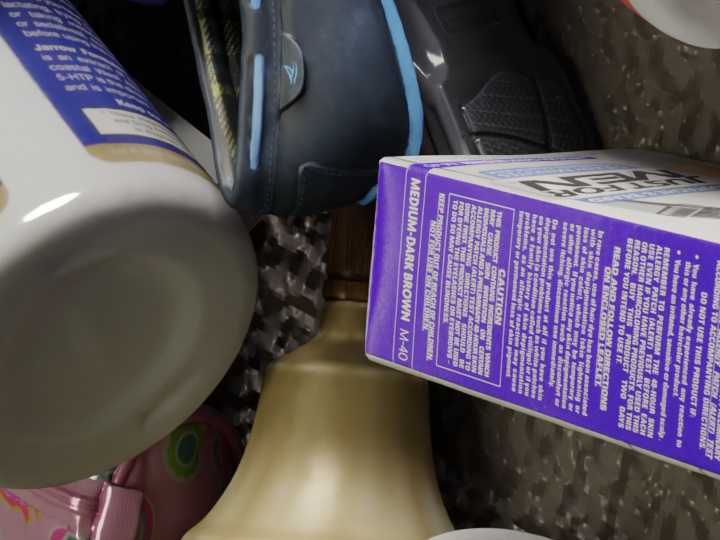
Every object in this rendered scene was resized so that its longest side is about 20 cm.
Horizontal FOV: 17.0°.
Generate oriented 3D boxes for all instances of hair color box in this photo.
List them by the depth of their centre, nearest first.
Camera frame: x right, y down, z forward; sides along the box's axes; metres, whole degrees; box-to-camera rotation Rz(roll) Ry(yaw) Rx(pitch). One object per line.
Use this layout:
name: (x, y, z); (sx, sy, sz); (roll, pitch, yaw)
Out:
hair color box: (0.104, 0.011, 0.638); (0.199, 0.109, 0.065); (19, 107, 49)

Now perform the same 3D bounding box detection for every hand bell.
hand bell: (0.000, 0.000, 0.809); (0.104, 0.104, 0.202); (-1, 82, 52)

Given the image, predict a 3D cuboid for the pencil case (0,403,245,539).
pencil case: (-0.133, 0.062, 0.888); (0.199, 0.087, 0.088); (20, 110, 37)

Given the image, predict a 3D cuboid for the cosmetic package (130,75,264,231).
cosmetic package: (-0.135, -0.056, 0.915); (0.200, 0.083, 0.051); (39, 170, 24)

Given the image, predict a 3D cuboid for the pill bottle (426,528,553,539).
pill bottle: (0.023, 0.189, 0.762); (0.111, 0.110, 0.201); (50, 131, 35)

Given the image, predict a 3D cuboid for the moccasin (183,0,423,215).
moccasin: (-0.040, -0.114, 0.717); (0.201, 0.068, 0.080); (70, 159, 12)

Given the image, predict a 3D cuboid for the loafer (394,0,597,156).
loafer: (0.015, -0.087, 0.775); (0.063, 0.071, 0.202); (-36, 70, 51)

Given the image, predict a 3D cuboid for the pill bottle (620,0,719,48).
pill bottle: (0.059, -0.157, 0.673); (0.200, 0.112, 0.113); (45, 127, 39)

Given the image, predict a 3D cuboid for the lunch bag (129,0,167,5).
lunch bag: (-0.098, -0.209, 0.861); (0.170, 0.123, 0.202); (27, 108, 46)

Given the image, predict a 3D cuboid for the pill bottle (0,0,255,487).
pill bottle: (-0.130, -0.036, 0.796); (0.200, 0.119, 0.120); (51, 131, 38)
